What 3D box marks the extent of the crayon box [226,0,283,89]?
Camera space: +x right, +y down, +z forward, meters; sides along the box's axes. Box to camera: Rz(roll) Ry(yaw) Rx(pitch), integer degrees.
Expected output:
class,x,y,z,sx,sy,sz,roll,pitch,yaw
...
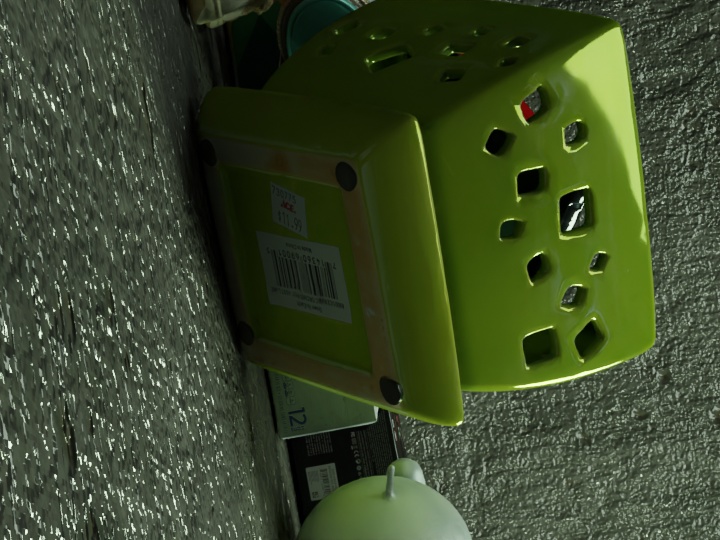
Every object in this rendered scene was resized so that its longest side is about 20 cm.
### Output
class,x,y,z,sx,sy,sz,roll,pitch,yaw
crayon box,-0.072,-0.186,1.345,0.127,0.050,0.202,74,6,-69

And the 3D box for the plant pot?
class,x,y,z,sx,sy,sz,roll,pitch,yaw
plant pot,0.029,-0.031,0.992,0.199,0.181,0.201,14,-59,47

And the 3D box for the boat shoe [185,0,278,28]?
class,x,y,z,sx,sy,sz,roll,pitch,yaw
boat shoe,-0.071,-0.189,1.106,0.200,0.068,0.074,-93,172,-75

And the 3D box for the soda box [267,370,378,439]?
class,x,y,z,sx,sy,sz,roll,pitch,yaw
soda box,-0.036,0.004,1.171,0.063,0.068,0.202,-65,144,-87

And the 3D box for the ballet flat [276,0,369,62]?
class,x,y,z,sx,sy,sz,roll,pitch,yaw
ballet flat,-0.009,-0.142,1.173,0.200,0.070,0.066,62,17,-56

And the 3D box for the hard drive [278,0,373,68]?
class,x,y,z,sx,sy,sz,roll,pitch,yaw
hard drive,-0.017,-0.095,1.268,0.139,0.038,0.202,-14,112,-63

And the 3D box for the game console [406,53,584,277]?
class,x,y,z,sx,sy,sz,roll,pitch,yaw
game console,0.057,-0.046,1.124,0.177,0.031,0.201,53,-35,27

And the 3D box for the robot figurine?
class,x,y,z,sx,sy,sz,roll,pitch,yaw
robot figurine,0.019,0.204,1.107,0.201,0.112,0.171,79,16,-50

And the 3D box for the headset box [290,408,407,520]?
class,x,y,z,sx,sy,sz,roll,pitch,yaw
headset box,-0.004,0.141,1.310,0.200,0.074,0.150,32,48,-87
